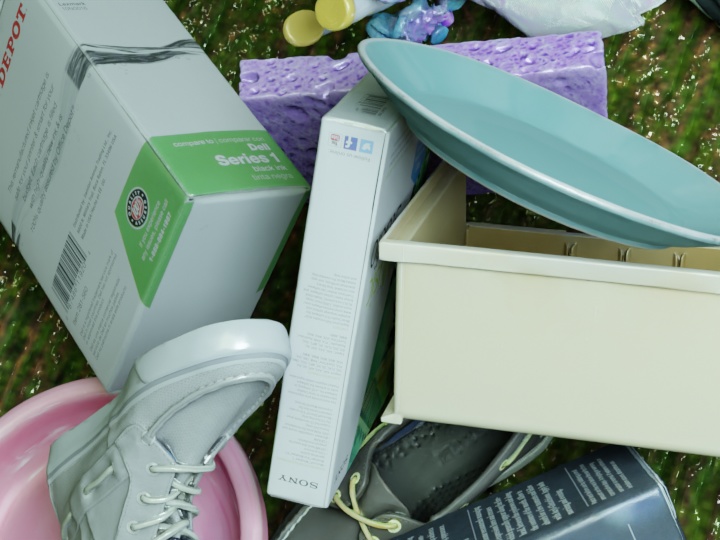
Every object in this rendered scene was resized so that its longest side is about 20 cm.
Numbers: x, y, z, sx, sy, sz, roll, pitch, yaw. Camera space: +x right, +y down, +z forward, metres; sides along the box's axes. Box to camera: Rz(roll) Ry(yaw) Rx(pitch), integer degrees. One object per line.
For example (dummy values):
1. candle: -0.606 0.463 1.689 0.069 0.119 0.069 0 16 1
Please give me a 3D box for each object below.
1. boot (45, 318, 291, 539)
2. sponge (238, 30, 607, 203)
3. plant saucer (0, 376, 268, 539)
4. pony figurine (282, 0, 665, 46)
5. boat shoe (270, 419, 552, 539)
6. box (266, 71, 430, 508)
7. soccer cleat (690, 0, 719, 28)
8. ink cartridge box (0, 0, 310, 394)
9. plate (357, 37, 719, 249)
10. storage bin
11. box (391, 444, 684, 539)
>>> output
1. boot: -0.088 0.102 0.766 0.073 0.200 0.096 3 62 -34
2. sponge: 0.039 -0.082 0.892 0.200 0.112 0.030 -4 59 9
3. plant saucer: -0.142 0.158 0.864 0.200 0.051 0.201 -7 63 14
4. pony figurine: 0.047 -0.184 0.865 0.193 0.200 0.167 -16 94 45
5. boat shoe: 0.018 0.117 0.852 0.201 0.061 0.072 -39 69 -5
6. box: 0.000 0.000 0.804 0.036 0.144 0.200 14 114 9
7. soccer cleat: 0.189 -0.193 0.921 0.200 0.081 0.068 40 82 21
8. ink cartridge box: -0.133 -0.056 0.879 0.084 0.146 0.200 -9 50 -40
9. plate: 0.086 -0.052 0.719 0.200 0.200 0.026 30 108 19
10. storage bin: 0.127 0.009 0.794 0.200 0.199 0.094 5 109 12
11. box: 0.072 0.195 0.755 0.200 0.107 0.149 -24 94 2
